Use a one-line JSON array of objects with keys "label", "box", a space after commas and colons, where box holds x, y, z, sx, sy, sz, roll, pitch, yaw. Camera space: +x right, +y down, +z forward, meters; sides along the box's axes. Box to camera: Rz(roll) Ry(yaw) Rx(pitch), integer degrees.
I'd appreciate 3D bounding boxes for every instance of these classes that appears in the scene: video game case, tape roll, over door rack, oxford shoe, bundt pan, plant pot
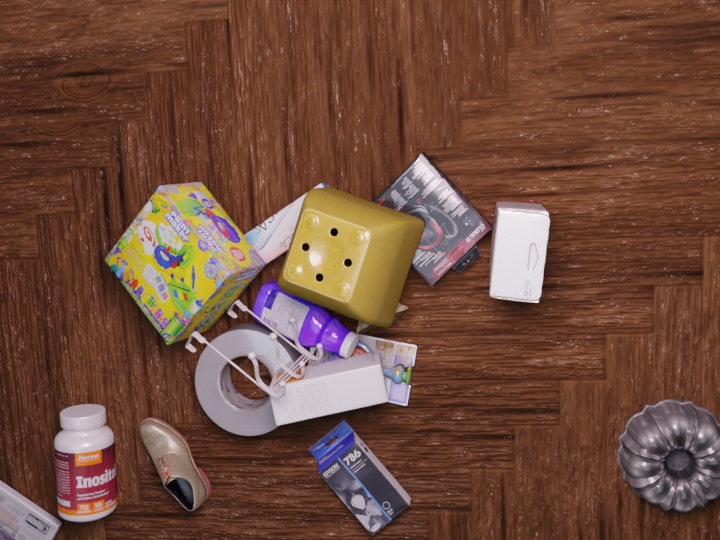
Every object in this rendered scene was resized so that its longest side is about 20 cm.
[{"label": "video game case", "box": [-0.735, 0.536, 1.681, 0.199, 0.023, 0.183, 33, 101, 1]}, {"label": "tape roll", "box": [-0.206, 0.202, 1.535, 0.197, 0.066, 0.203, 1, 98, 7]}, {"label": "over door rack", "box": [-0.178, 0.122, 1.408, 0.198, 0.148, 0.067, 27, 122, 15]}, {"label": "oxford shoe", "box": [-0.361, 0.371, 1.576, 0.070, 0.075, 0.201, -39, 91, 12]}, {"label": "bundt pan", "box": [0.558, 0.335, 1.440, 0.199, 0.076, 0.205, 1, 99, 7]}, {"label": "plant pot", "box": [-0.030, -0.022, 1.326, 0.192, 0.200, 0.198, 20, 96, 13]}]

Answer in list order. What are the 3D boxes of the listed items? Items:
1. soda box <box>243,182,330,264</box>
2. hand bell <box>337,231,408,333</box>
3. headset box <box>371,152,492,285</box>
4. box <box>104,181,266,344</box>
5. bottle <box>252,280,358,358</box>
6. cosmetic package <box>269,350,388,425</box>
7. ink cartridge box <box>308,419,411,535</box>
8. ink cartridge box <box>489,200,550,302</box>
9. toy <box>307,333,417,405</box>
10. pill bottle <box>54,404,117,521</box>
[{"label": "soda box", "box": [-0.127, -0.079, 1.484, 0.199, 0.064, 0.069, -33, 93, 11]}, {"label": "hand bell", "box": [0.000, 0.000, 1.477, 0.103, 0.104, 0.202, -26, 83, 11]}, {"label": "headset box", "box": [0.125, -0.084, 1.441, 0.149, 0.075, 0.200, -44, 90, 12]}, {"label": "box", "box": [-0.311, -0.015, 1.451, 0.193, 0.122, 0.201, -45, 78, 26]}, {"label": "bottle", "box": [-0.098, 0.093, 1.485, 0.198, 0.065, 0.084, 26, 105, 16]}, {"label": "cosmetic package", "box": [-0.055, 0.205, 1.439, 0.197, 0.101, 0.072, -12, 98, 1]}, {"label": "ink cartridge box", "box": [-0.004, 0.391, 1.547, 0.099, 0.039, 0.200, -41, 90, 12]}, {"label": "ink cartridge box", "box": [0.260, -0.038, 1.364, 0.082, 0.200, 0.147, 5, 99, 7]}, {"label": "toy", "box": [-0.002, 0.178, 1.511, 0.197, 0.047, 0.117, 10, 98, 6]}, {"label": "pill bottle", "box": [-0.531, 0.368, 1.581, 0.111, 0.113, 0.203, 0, 99, 8]}]
